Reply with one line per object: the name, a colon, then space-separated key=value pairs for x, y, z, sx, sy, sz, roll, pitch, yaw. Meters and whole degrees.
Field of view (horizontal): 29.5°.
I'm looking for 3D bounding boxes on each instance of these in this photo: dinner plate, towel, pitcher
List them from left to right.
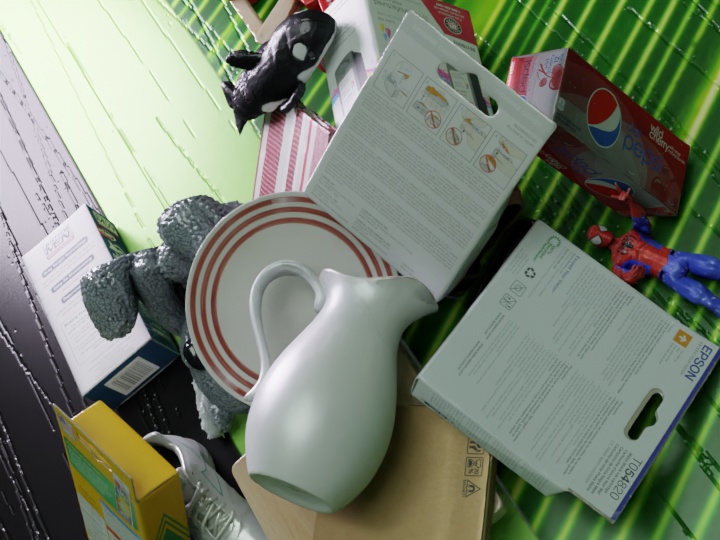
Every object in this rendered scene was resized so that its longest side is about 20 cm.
dinner plate: x=-0.061 y=0.030 z=1.251 sx=0.197 sy=0.024 sz=0.204 roll=0 pitch=87 yaw=0
towel: x=-0.064 y=-0.090 z=1.347 sx=0.200 sy=0.022 sz=0.146 roll=-136 pitch=53 yaw=-61
pitcher: x=-0.043 y=0.092 z=1.176 sx=0.169 sy=0.122 sz=0.202 roll=14 pitch=68 yaw=24

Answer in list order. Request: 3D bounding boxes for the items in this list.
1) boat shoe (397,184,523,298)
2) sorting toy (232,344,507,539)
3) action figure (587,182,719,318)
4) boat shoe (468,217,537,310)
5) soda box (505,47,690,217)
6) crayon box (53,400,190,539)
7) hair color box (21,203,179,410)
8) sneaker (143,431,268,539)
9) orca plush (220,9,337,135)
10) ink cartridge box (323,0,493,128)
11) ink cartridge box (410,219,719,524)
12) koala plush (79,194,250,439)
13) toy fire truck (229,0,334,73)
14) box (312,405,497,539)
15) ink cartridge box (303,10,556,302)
boat shoe: x=0.073 y=-0.013 z=1.262 sx=0.201 sy=0.072 sz=0.073 roll=-52 pitch=43 yaw=20
sorting toy: x=0.013 y=0.202 z=1.241 sx=0.198 sy=0.070 sz=0.201 roll=-40 pitch=58 yaw=8
action figure: x=0.272 y=-0.008 z=1.177 sx=0.199 sy=0.099 sz=0.066 roll=25 pitch=82 yaw=36
boat shoe: x=0.126 y=0.044 z=1.248 sx=0.069 sy=0.066 sz=0.202 roll=23 pitch=81 yaw=33
soda box: x=0.206 y=-0.116 z=1.188 sx=0.063 sy=0.199 sz=0.071 roll=-1 pitch=68 yaw=45
crayon box: x=-0.218 y=0.213 z=1.287 sx=0.051 sy=0.202 sz=0.125 roll=-33 pitch=51 yaw=-29
hair color box: x=-0.280 y=0.038 z=1.468 sx=0.100 sy=0.060 sz=0.201 roll=-38 pitch=58 yaw=9
sneaker: x=-0.149 y=0.229 z=1.311 sx=0.071 sy=0.080 sz=0.200 roll=-49 pitch=58 yaw=-1
orca plush: x=-0.102 y=-0.208 z=1.354 sx=0.199 sy=0.070 sz=0.107 roll=-12 pitch=61 yaw=61
ink cartridge box: x=0.049 y=-0.167 z=1.318 sx=0.085 sy=0.146 sz=0.202 roll=-38 pitch=53 yaw=41
ink cartridge box: x=0.176 y=0.086 z=1.161 sx=0.199 sy=0.041 sz=0.200 roll=36 pitch=63 yaw=11
koala plush: x=-0.137 y=0.051 z=1.348 sx=0.177 sy=0.183 sz=0.202 roll=-35 pitch=77 yaw=24
toy fire truck: x=-0.074 y=-0.285 z=1.499 sx=0.140 sy=0.049 sz=0.202 roll=-27 pitch=61 yaw=16
box: x=0.034 y=0.214 z=1.169 sx=0.161 sy=0.021 sz=0.203 roll=-2 pitch=69 yaw=27
ink cartridge box: x=0.060 y=-0.099 z=1.172 sx=0.162 sy=0.050 sz=0.201 roll=39 pitch=119 yaw=10
